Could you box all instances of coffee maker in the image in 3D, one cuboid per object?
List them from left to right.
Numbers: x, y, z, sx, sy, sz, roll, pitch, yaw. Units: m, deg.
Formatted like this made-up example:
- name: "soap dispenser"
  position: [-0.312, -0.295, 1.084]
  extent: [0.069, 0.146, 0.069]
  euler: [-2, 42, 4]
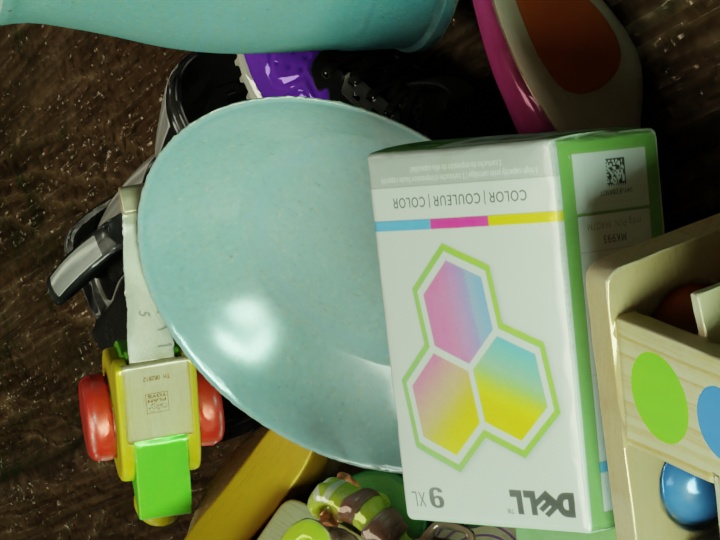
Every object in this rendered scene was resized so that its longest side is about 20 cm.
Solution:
- name: "coffee maker"
  position: [-0.044, -0.001, 1.326]
  extent: [0.192, 0.135, 0.200]
  euler: [43, 152, 1]

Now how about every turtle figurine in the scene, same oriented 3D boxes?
- name: "turtle figurine"
  position: [0.037, 0.146, 1.103]
  extent: [0.064, 0.161, 0.200]
  euler: [-44, 67, 14]

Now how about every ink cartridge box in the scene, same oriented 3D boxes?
- name: "ink cartridge box"
  position: [0.067, 0.048, 1.022]
  extent: [0.104, 0.059, 0.200]
  euler: [-1, 96, 50]

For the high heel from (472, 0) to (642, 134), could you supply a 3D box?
- name: "high heel"
  position: [0.082, -0.036, 1.093]
  extent: [0.096, 0.067, 0.200]
  euler: [-35, 79, 52]

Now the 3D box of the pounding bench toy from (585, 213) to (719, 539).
- name: "pounding bench toy"
  position: [0.163, 0.016, 0.914]
  extent: [0.156, 0.124, 0.200]
  euler: [24, 128, 56]

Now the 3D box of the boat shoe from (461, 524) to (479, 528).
- name: "boat shoe"
  position: [0.092, 0.091, 1.094]
  extent: [0.200, 0.072, 0.068]
  euler: [-18, 73, 52]

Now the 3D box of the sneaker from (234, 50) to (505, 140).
- name: "sneaker"
  position: [0.020, -0.068, 1.203]
  extent: [0.200, 0.070, 0.100]
  euler: [56, 147, 14]

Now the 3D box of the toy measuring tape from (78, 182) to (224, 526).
- name: "toy measuring tape"
  position: [-0.101, 0.034, 1.254]
  extent: [0.074, 0.073, 0.200]
  euler: [40, 141, 46]

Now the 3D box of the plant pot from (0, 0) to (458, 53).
- name: "plant pot"
  position: [-0.074, -0.179, 1.116]
  extent: [0.200, 0.188, 0.200]
  euler: [171, 90, -76]

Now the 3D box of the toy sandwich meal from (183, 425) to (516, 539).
- name: "toy sandwich meal"
  position: [-0.002, 0.142, 1.232]
  extent: [0.205, 0.205, 0.070]
  euler: [59, 178, 22]

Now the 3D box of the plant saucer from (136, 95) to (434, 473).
- name: "plant saucer"
  position: [0.000, 0.000, 1.160]
  extent: [0.201, 0.039, 0.201]
  euler: [14, 130, 17]
